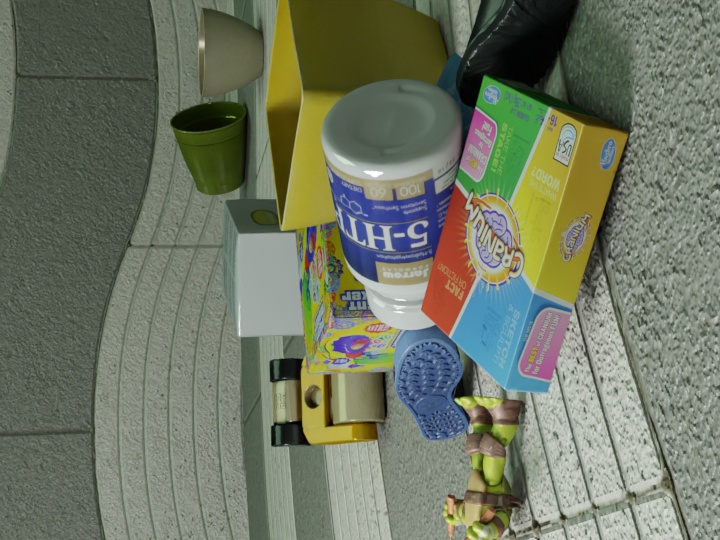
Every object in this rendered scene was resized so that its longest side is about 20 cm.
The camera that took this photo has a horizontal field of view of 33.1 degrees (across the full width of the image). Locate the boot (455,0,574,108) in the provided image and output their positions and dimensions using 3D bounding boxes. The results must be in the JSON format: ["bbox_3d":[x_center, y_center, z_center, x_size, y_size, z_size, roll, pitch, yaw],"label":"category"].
[{"bbox_3d":[0.119,-0.254,0.986,0.199,0.072,0.164,115,150,-49],"label":"boot"}]

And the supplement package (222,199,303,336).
[{"bbox_3d":[-0.094,-0.009,1.725,0.200,0.188,0.150,-128,38,-70],"label":"supplement package"}]

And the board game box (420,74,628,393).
[{"bbox_3d":[0.118,-0.031,0.924,0.153,0.040,0.203,42,122,59],"label":"board game box"}]

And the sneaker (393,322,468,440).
[{"bbox_3d":[0.064,0.091,1.177,0.201,0.069,0.079,76,-179,-57],"label":"sneaker"}]

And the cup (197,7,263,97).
[{"bbox_3d":[-0.300,-0.502,2.808,0.200,0.141,0.204,180,90,-77],"label":"cup"}]

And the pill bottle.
[{"bbox_3d":[0.037,-0.050,1.046,0.121,0.118,0.202,-104,2,-47],"label":"pill bottle"}]

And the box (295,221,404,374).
[{"bbox_3d":[0.000,0.000,1.450,0.200,0.120,0.196,115,151,-64],"label":"box"}]

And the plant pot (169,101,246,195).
[{"bbox_3d":[-0.376,-0.308,3.132,0.201,0.197,0.196,-112,13,-60],"label":"plant pot"}]

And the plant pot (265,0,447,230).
[{"bbox_3d":[-0.001,-0.180,1.312,0.201,0.173,0.202,105,161,-49],"label":"plant pot"}]

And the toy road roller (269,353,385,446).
[{"bbox_3d":[-0.027,0.176,1.661,0.198,0.145,0.125,-12,76,40],"label":"toy road roller"}]

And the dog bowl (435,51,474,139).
[{"bbox_3d":[0.081,-0.108,1.142,0.201,0.049,0.112,104,-170,-49],"label":"dog bowl"}]

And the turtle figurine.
[{"bbox_3d":[0.111,0.193,1.060,0.200,0.063,0.164,115,161,-82],"label":"turtle figurine"}]
